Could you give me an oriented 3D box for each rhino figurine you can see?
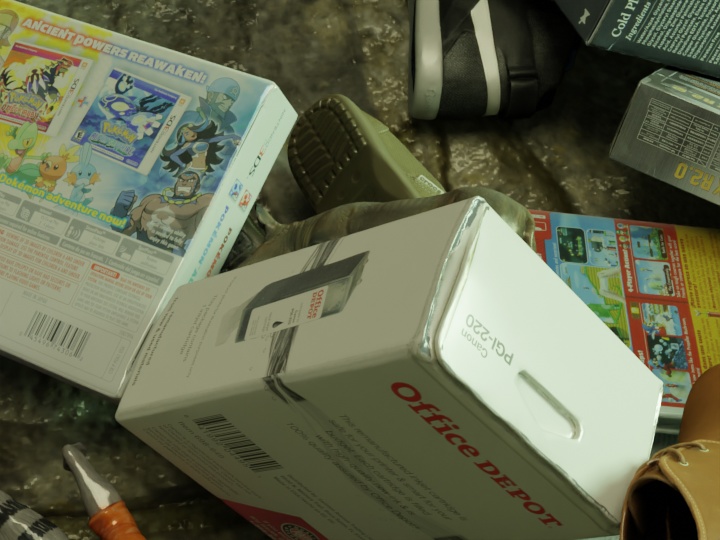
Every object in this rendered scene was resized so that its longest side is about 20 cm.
[{"bbox_3d":[0.000,0.000,0.800,0.200,0.060,0.087,-2,52,33],"label":"rhino figurine"}]

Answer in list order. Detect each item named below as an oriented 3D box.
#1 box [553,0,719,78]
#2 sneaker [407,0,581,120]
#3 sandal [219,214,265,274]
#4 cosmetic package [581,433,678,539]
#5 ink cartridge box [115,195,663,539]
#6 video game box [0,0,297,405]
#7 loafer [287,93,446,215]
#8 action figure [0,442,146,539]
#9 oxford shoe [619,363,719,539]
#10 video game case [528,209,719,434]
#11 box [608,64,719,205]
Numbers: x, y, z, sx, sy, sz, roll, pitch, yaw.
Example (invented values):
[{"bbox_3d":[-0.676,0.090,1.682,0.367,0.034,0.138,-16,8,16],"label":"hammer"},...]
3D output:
[{"bbox_3d":[0.195,-0.207,0.956,0.182,0.104,0.200,8,34,-26],"label":"box"},{"bbox_3d":[0.088,-0.175,1.016,0.112,0.073,0.200,5,61,-4],"label":"sneaker"},{"bbox_3d":[-0.084,-0.012,0.890,0.082,0.055,0.200,-39,79,-22],"label":"sandal"},{"bbox_3d":[0.136,0.100,0.816,0.151,0.052,0.200,15,53,3],"label":"cosmetic package"},{"bbox_3d":[0.012,0.059,0.718,0.200,0.146,0.085,-14,44,44],"label":"ink cartridge box"},{"bbox_3d":[-0.160,-0.041,0.848,0.200,0.047,0.182,20,79,24],"label":"video game box"},{"bbox_3d":[0.029,-0.015,0.875,0.067,0.076,0.200,9,48,-47],"label":"loafer"},{"bbox_3d":[-0.127,0.181,0.708,0.193,0.105,0.200,32,54,30],"label":"action figure"},{"bbox_3d":[0.145,0.092,0.662,0.071,0.071,0.200,42,32,-13],"label":"oxford shoe"},{"bbox_3d":[0.177,0.029,0.827,0.200,0.017,0.143,6,44,-4],"label":"video game case"},{"bbox_3d":[0.254,-0.058,0.897,0.200,0.048,0.158,24,21,14],"label":"box"}]
